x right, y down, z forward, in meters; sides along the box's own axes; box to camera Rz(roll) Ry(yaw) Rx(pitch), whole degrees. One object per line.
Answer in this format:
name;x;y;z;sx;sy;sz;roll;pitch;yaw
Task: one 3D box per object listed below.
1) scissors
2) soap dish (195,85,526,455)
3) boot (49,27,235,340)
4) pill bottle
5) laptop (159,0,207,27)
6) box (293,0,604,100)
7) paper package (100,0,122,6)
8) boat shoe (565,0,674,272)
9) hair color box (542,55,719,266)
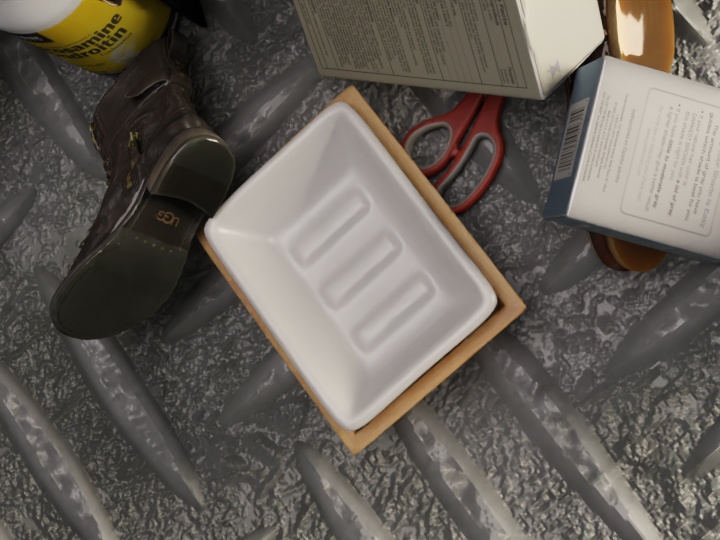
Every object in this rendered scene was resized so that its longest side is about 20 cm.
scissors;0.102;-0.134;0.936;0.073;0.014;0.201;39;96;21
soap dish;0.000;0.000;0.920;0.157;0.081;0.201;-41;74;11
boot;-0.170;-0.065;0.971;0.201;0.069;0.175;-50;38;11
pill bottle;-0.219;-0.217;0.954;0.110;0.200;0.114;-2;84;19
laptop;-0.137;-0.306;0.947;0.102;0.177;0.203;-21;77;16
box;0.052;-0.178;0.868;0.198;0.096;0.078;15;45;41
paper package;-0.208;-0.289;0.805;0.188;0.104;0.203;16;80;5
boat shoe;0.171;-0.100;0.883;0.070;0.069;0.204;-3;84;59
hair color box;0.222;-0.055;0.818;0.197;0.061;0.101;15;89;-7
